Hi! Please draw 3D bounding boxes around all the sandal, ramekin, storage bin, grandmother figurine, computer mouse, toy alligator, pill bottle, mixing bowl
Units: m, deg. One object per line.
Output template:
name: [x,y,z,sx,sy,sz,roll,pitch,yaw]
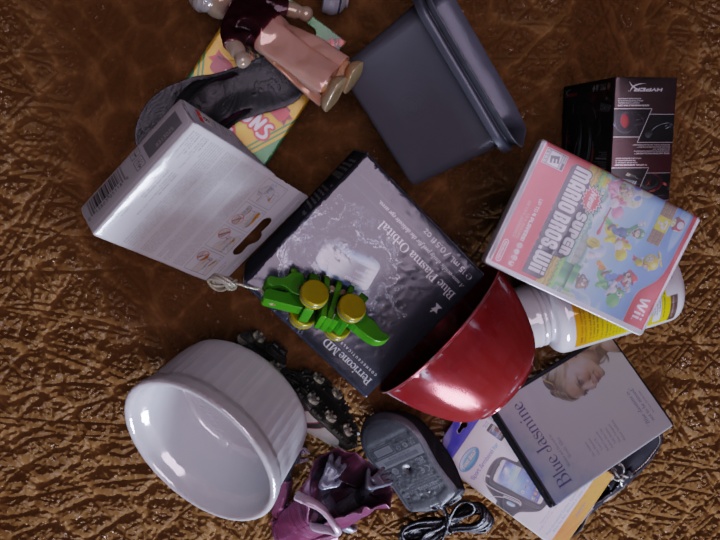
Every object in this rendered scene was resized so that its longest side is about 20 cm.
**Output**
sandal: [-0.154,-0.181,0.812,0.199,0.048,0.076,-27,102,-3]
ramekin: [-0.157,0.175,0.855,0.199,0.098,0.202,16,128,22]
storage bin: [0.080,-0.206,0.861,0.134,0.146,0.201,-27,104,25]
grandmother figurine: [-0.098,-0.247,0.792,0.200,0.121,0.061,37,134,4]
computer mouse: [0.072,0.254,0.964,0.138,0.053,0.201,-25,102,27]
toy alligator: [-0.059,0.024,0.796,0.199,0.059,0.055,21,55,-9]
pill bottle: [0.284,0.034,0.935,0.198,0.109,0.110,-16,102,-6]
mixing bowl: [0.127,0.098,0.869,0.108,0.200,0.200,41,92,-3]

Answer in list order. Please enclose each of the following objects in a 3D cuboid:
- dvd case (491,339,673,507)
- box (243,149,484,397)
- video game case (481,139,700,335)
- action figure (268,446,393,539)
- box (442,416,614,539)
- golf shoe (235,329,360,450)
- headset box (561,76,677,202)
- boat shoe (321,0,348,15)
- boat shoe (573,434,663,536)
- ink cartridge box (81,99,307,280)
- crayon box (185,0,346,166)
dvd case: [0.276,0.182,0.951,0.199,0.018,0.143,-27,74,-16]
box: [0.000,0.000,0.884,0.197,0.117,0.200,44,92,-13]
video game case: [0.248,-0.033,0.815,0.199,0.017,0.144,24,96,-9]
action figure: [-0.052,0.298,0.910,0.134,0.149,0.200,44,123,-4]
box: [0.205,0.247,0.971,0.199,0.041,0.119,36,93,10]
golf shoe: [-0.089,0.160,0.929,0.200,0.077,0.088,40,111,-9]
headset box: [0.296,-0.119,0.890,0.074,0.149,0.202,-1,100,-6]
boat shoe: [0.008,-0.380,0.840,0.066,0.074,0.202,14,97,-8]
boat shoe: [0.332,0.279,1.007,0.200,0.063,0.073,-40,104,0]
ink cartridge box: [-0.174,-0.077,0.832,0.162,0.200,0.050,-44,59,12]
crayon box: [-0.119,-0.218,0.862,0.127,0.051,0.201,33,93,-12]
